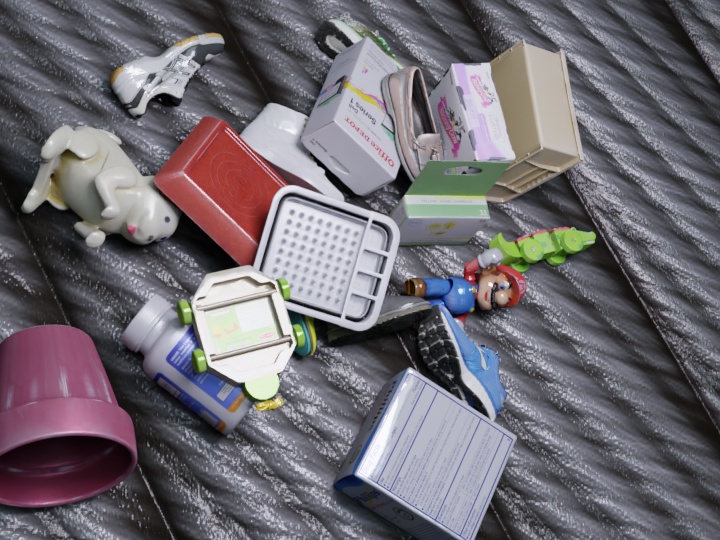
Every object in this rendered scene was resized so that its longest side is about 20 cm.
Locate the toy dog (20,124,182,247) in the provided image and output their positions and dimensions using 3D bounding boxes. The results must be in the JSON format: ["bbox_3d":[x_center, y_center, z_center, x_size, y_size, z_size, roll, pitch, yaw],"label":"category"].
[{"bbox_3d":[-0.352,-0.108,1.492,0.199,0.140,0.194,31,26,-5],"label":"toy dog"}]

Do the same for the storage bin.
[{"bbox_3d":[0.250,-0.240,1.721,0.093,0.198,0.202,9,66,-36],"label":"storage bin"}]

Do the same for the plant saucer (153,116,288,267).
[{"bbox_3d":[-0.184,-0.121,1.532,0.200,0.037,0.200,44,36,-15],"label":"plant saucer"}]

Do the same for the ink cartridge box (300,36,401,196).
[{"bbox_3d":[0.007,-0.243,1.651,0.145,0.084,0.201,40,49,-27],"label":"ink cartridge box"}]

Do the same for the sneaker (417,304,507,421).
[{"bbox_3d":[0.160,0.137,1.601,0.089,0.078,0.201,-39,105,-40],"label":"sneaker"}]

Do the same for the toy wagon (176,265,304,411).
[{"bbox_3d":[-0.154,0.095,1.395,0.154,0.040,0.201,-13,76,-23],"label":"toy wagon"}]

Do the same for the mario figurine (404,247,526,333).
[{"bbox_3d":[0.173,0.039,1.624,0.198,0.124,0.107,-10,60,-19],"label":"mario figurine"}]

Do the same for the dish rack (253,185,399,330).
[{"bbox_3d":[-0.054,-0.017,1.502,0.199,0.043,0.173,18,84,-18],"label":"dish rack"}]

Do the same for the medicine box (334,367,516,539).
[{"bbox_3d":[0.095,0.276,1.506,0.199,0.103,0.183,33,62,-5],"label":"medicine box"}]

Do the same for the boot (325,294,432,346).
[{"bbox_3d":[0.001,-0.001,1.584,0.180,0.073,0.201,-14,68,0],"label":"boot"}]

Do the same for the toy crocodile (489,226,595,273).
[{"bbox_3d":[0.303,-0.041,1.730,0.199,0.068,0.062,-11,73,-24],"label":"toy crocodile"}]

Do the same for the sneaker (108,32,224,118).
[{"bbox_3d":[-0.290,-0.301,1.622,0.199,0.076,0.088,-31,98,-24],"label":"sneaker"}]

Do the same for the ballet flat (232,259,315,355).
[{"bbox_3d":[-0.112,0.031,1.553,0.067,0.067,0.201,-29,80,-45],"label":"ballet flat"}]

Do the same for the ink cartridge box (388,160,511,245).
[{"bbox_3d":[0.135,-0.101,1.616,0.144,0.200,0.048,-1,67,-21],"label":"ink cartridge box"}]

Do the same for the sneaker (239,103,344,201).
[{"bbox_3d":[-0.088,-0.183,1.639,0.199,0.074,0.116,36,65,-2],"label":"sneaker"}]

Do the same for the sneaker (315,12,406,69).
[{"bbox_3d":[0.026,-0.373,1.761,0.199,0.077,0.089,37,53,-6],"label":"sneaker"}]

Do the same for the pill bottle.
[{"bbox_3d":[-0.229,0.125,1.442,0.200,0.112,0.112,39,61,-2],"label":"pill bottle"}]

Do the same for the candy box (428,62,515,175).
[{"bbox_3d":[0.155,-0.208,1.667,0.071,0.200,0.169,-5,70,-22],"label":"candy box"}]

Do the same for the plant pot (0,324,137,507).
[{"bbox_3d":[-0.393,0.178,1.327,0.198,0.201,0.180,-3,55,-21],"label":"plant pot"}]

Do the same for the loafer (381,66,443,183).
[{"bbox_3d":[0.091,-0.218,1.619,0.072,0.063,0.201,-20,91,-48],"label":"loafer"}]
